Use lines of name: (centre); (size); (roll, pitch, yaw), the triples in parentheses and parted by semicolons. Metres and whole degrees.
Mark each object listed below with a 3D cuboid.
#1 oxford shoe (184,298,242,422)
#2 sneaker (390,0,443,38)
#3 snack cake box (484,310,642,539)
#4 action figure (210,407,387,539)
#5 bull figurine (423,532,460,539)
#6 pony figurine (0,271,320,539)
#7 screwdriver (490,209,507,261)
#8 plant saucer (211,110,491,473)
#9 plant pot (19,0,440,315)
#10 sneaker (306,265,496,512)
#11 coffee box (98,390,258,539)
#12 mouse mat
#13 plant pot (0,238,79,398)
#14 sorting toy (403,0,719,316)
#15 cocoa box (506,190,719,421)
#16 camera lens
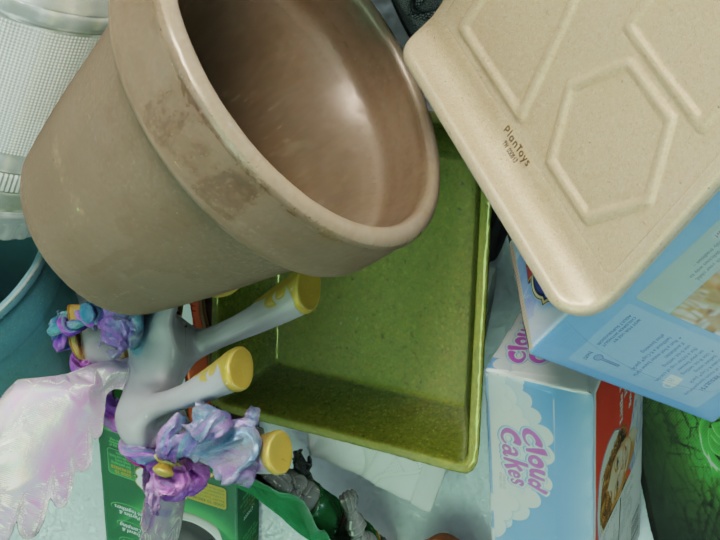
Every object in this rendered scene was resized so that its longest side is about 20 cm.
oxford shoe: (-0.083, 0.012, 0.893); (0.071, 0.071, 0.202); (-1, 120, -9)
sneaker: (0.024, -0.168, 0.689); (0.075, 0.114, 0.202); (-4, 118, 27)
snack cake box: (0.128, 0.117, 0.814); (0.066, 0.115, 0.202); (10, 124, 25)
action figure: (-0.034, 0.164, 0.925); (0.118, 0.055, 0.200); (27, 166, 47)
bull figurine: (0.048, 0.269, 0.981); (0.120, 0.065, 0.201); (28, 134, -4)
pony figurine: (-0.127, 0.083, 0.799); (0.198, 0.196, 0.166); (-9, 152, 38)
screwdriver: (0.088, -0.091, 0.765); (0.029, 0.028, 0.202); (36, 132, 37)
plant saucer: (0.000, 0.000, 0.798); (0.198, 0.048, 0.203); (10, 104, 33)
plant pot: (-0.083, -0.062, 0.690); (0.174, 0.201, 0.201); (-32, 104, 30)
sneaker: (0.017, 0.067, 0.864); (0.114, 0.074, 0.202); (20, 127, 8)
coffee box: (-0.139, 0.183, 1.026); (0.121, 0.044, 0.202); (13, 124, 17)
mouse mat: (0.246, 0.104, 0.825); (0.159, 0.008, 0.202); (-5, 116, 27)
plant pot: (-0.278, 0.066, 0.933); (0.197, 0.201, 0.189); (3, 134, 22)
sorting toy: (0.118, -0.110, 0.589); (0.200, 0.036, 0.186); (-50, 53, 32)
cocoa box: (0.180, -0.044, 0.659); (0.132, 0.132, 0.200); (20, 132, -25)
camera lens: (-0.204, -0.139, 0.781); (0.159, 0.160, 0.201); (33, 127, 2)
